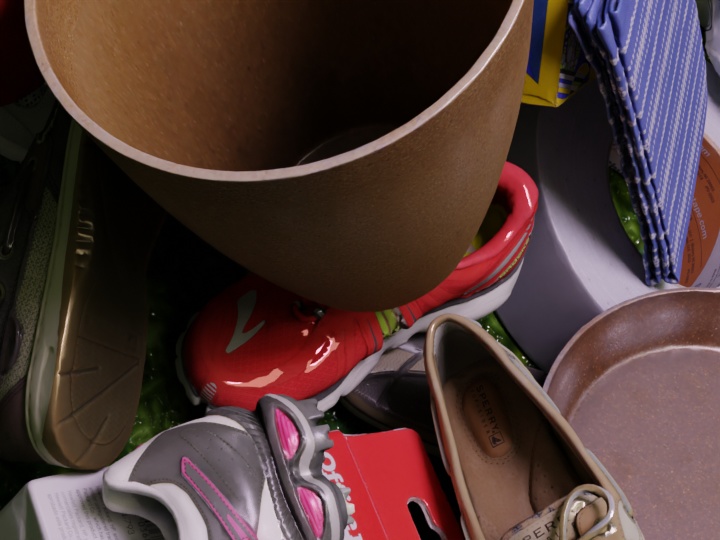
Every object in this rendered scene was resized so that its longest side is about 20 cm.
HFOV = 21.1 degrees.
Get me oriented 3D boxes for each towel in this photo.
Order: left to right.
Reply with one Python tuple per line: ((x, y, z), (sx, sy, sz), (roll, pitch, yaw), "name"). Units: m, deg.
((0.141, -0.106, 0.949), (0.200, 0.024, 0.145), (66, 32, -48), "towel")

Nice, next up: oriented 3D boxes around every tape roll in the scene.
((0.152, -0.027, 1.049), (0.200, 0.066, 0.201), (16, 62, -32), "tape roll")

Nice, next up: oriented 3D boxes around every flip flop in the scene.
((0.070, 0.089, 0.945), (0.200, 0.058, 0.081), (27, 49, -7), "flip flop")

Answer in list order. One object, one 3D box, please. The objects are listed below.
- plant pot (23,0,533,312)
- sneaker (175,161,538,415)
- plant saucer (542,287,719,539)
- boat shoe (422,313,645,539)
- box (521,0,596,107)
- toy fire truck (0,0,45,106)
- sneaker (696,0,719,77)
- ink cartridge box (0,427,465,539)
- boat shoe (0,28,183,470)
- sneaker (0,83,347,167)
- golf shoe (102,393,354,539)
((-0.012, -0.067, 0.769), (0.200, 0.186, 0.187), (68, 24, -59), "plant pot")
((0.000, 0.000, 0.887), (0.200, 0.085, 0.077), (-30, 68, -30), "sneaker")
((0.175, 0.099, 0.910), (0.200, 0.035, 0.201), (7, 54, -10), "plant saucer")
((0.072, 0.101, 0.822), (0.063, 0.073, 0.200), (58, 0, -45), "boat shoe")
((0.103, -0.141, 0.966), (0.200, 0.064, 0.070), (-39, 137, -60), "box")
((-0.210, -0.107, 0.753), (0.176, 0.129, 0.200), (19, 78, 16), "toy fire truck")
((0.224, -0.160, 1.119), (0.072, 0.072, 0.200), (36, 20, -22), "sneaker")
((-0.047, 0.138, 0.807), (0.200, 0.067, 0.116), (-4, 62, -39), "ink cartridge box")
((-0.121, -0.018, 0.788), (0.072, 0.066, 0.201), (37, 54, -58), "boat shoe")
((-0.097, -0.084, 0.871), (0.200, 0.082, 0.075), (15, 61, -32), "sneaker")
((-0.030, 0.146, 0.727), (0.088, 0.077, 0.200), (-14, 64, -24), "golf shoe")
